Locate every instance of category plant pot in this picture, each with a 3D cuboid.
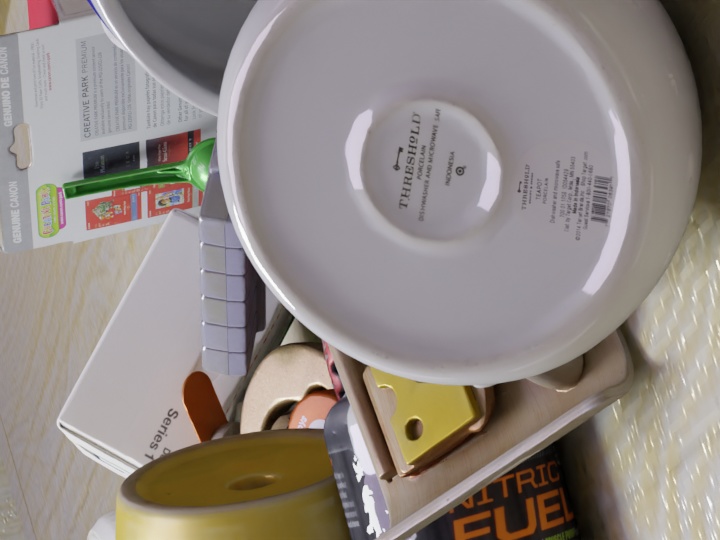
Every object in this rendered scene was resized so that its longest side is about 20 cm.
[{"bbox_3d":[-0.042,0.188,1.451,0.201,0.200,0.189,-149,49,-70],"label":"plant pot"}]

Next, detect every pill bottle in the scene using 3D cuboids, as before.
[{"bbox_3d":[0.045,0.109,1.364,0.106,0.106,0.201,154,101,-75],"label":"pill bottle"}]

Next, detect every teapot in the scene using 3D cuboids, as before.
[{"bbox_3d":[0.047,-0.063,1.118,0.198,0.200,0.146,52,-153,-4],"label":"teapot"}]

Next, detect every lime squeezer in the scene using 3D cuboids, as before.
[{"bbox_3d":[-0.075,-0.048,1.689,0.200,0.071,0.038,9,143,30],"label":"lime squeezer"}]

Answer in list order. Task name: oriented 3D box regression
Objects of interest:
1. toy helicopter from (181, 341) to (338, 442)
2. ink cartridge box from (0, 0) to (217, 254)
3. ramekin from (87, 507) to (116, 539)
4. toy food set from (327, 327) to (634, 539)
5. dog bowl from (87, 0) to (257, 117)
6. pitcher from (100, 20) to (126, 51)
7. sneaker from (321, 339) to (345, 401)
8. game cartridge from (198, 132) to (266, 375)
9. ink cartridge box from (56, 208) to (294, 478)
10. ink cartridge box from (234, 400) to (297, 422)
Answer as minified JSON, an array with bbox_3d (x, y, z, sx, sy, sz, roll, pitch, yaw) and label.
[{"bbox_3d":[-0.044,0.135,1.576,0.132,0.079,0.201,20,106,33],"label":"toy helicopter"},{"bbox_3d":[-0.145,-0.116,1.721,0.200,0.175,0.084,94,157,-51],"label":"ink cartridge box"},{"bbox_3d":[-0.134,0.259,2.189,0.200,0.105,0.201,165,90,-75],"label":"ramekin"},{"bbox_3d":[0.024,0.008,1.279,0.143,0.060,0.200,-37,59,29],"label":"toy food set"},{"bbox_3d":[-0.027,-0.162,1.182,0.079,0.200,0.201,-135,33,-66],"label":"dog bowl"},{"bbox_3d":[-0.062,-0.148,1.347,0.200,0.121,0.172,53,133,46],"label":"pitcher"},{"bbox_3d":[0.000,0.000,1.498,0.098,0.071,0.201,164,93,-75],"label":"sneaker"},{"bbox_3d":[-0.056,-0.059,1.569,0.130,0.038,0.200,99,-179,-49],"label":"game cartridge"},{"bbox_3d":[-0.104,0.056,1.712,0.145,0.084,0.200,-62,-2,-7],"label":"ink cartridge box"},{"bbox_3d":[-0.010,0.179,1.682,0.145,0.083,0.200,102,150,-59],"label":"ink cartridge box"}]
